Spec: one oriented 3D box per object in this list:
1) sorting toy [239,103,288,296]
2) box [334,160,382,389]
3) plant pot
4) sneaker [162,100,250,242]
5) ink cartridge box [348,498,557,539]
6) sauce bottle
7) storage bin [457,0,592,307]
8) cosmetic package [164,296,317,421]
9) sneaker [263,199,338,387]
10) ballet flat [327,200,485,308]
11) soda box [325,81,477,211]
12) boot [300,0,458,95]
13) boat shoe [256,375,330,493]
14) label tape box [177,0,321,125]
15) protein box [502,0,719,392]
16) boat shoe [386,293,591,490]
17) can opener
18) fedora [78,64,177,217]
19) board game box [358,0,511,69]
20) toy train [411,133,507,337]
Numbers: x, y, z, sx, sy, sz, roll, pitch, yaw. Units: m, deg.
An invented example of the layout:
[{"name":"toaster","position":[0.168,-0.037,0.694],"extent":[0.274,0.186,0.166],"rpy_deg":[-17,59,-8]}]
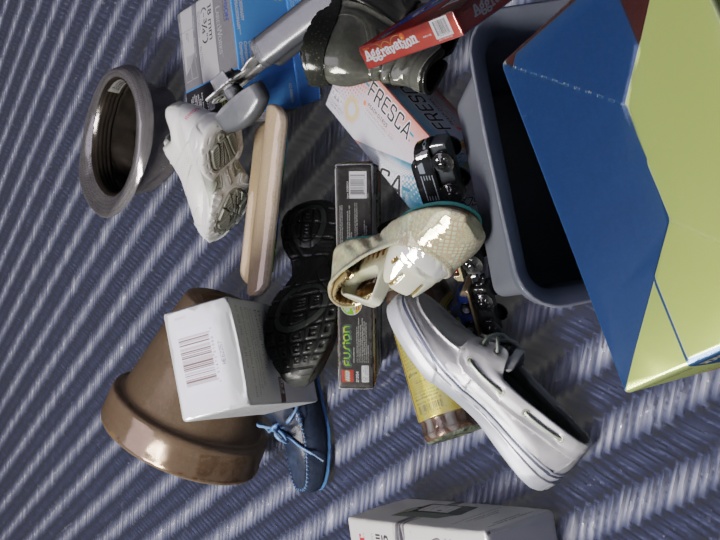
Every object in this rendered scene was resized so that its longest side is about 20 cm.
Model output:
[{"name":"sorting toy","position":[-0.098,-0.071,1.068],"extent":[0.200,0.036,0.189],"rpy_deg":[-164,80,-80]},{"name":"box","position":[0.000,0.000,0.955],"extent":[0.110,0.034,0.204],"rpy_deg":[-54,-36,-81]},{"name":"plant pot","position":[-0.180,0.122,1.170],"extent":[0.200,0.198,0.177],"rpy_deg":[35,105,46]},{"name":"sneaker","position":[-0.181,-0.119,1.163],"extent":[0.099,0.078,0.202],"rpy_deg":[36,146,23]},{"name":"ink cartridge box","position":[0.084,0.287,0.891],"extent":[0.199,0.083,0.148],"rpy_deg":[-14,84,54]},{"name":"sauce bottle","position":[0.060,0.050,0.907],"extent":[0.064,0.064,0.204],"rpy_deg":[-30,72,51]},{"name":"storage bin","position":[0.144,-0.075,0.730],"extent":[0.134,0.143,0.204],"rpy_deg":[138,122,-79]},{"name":"cosmetic package","position":[-0.110,0.088,0.981],"extent":[0.073,0.200,0.104],"rpy_deg":[-14,82,15]},{"name":"sneaker","position":[-0.041,0.030,0.993],"extent":[0.074,0.091,0.203],"rpy_deg":[-4,53,17]},{"name":"ballet flat","position":[0.032,-0.002,0.807],"extent":[0.199,0.067,0.063],"rpy_deg":[-21,45,62]},{"name":"soda box","position":[0.047,-0.120,0.900],"extent":[0.201,0.063,0.069],"rpy_deg":[54,134,35]},{"name":"boot","position":[0.035,-0.232,0.892],"extent":[0.128,0.068,0.203],"rpy_deg":[6,59,17]},{"name":"boat shoe","position":[-0.084,0.147,1.117],"extent":[0.084,0.068,0.204],"rpy_deg":[-20,79,53]},{"name":"label tape box","position":[-0.130,-0.242,1.127],"extent":[0.199,0.062,0.147],"rpy_deg":[-7,90,55]},{"name":"protein box","position":[0.218,-0.062,0.555],"extent":[0.135,0.197,0.202],"rpy_deg":[-37,66,50]},{"name":"boat shoe","position":[0.109,0.082,0.824],"extent":[0.200,0.073,0.067],"rpy_deg":[47,118,4]},{"name":"can opener","position":[-0.077,-0.213,1.025],"extent":[0.198,0.053,0.068],"rpy_deg":[-31,91,28]},{"name":"fedora","position":[-0.297,-0.172,1.347],"extent":[0.176,0.089,0.203],"rpy_deg":[37,118,43]},{"name":"board game box","position":[0.096,-0.206,0.717],"extent":[0.102,0.199,0.020],"rpy_deg":[-4,120,53]},{"name":"toy train","position":[0.080,-0.019,0.826],"extent":[0.045,0.034,0.202],"rpy_deg":[-3,124,27]}]
